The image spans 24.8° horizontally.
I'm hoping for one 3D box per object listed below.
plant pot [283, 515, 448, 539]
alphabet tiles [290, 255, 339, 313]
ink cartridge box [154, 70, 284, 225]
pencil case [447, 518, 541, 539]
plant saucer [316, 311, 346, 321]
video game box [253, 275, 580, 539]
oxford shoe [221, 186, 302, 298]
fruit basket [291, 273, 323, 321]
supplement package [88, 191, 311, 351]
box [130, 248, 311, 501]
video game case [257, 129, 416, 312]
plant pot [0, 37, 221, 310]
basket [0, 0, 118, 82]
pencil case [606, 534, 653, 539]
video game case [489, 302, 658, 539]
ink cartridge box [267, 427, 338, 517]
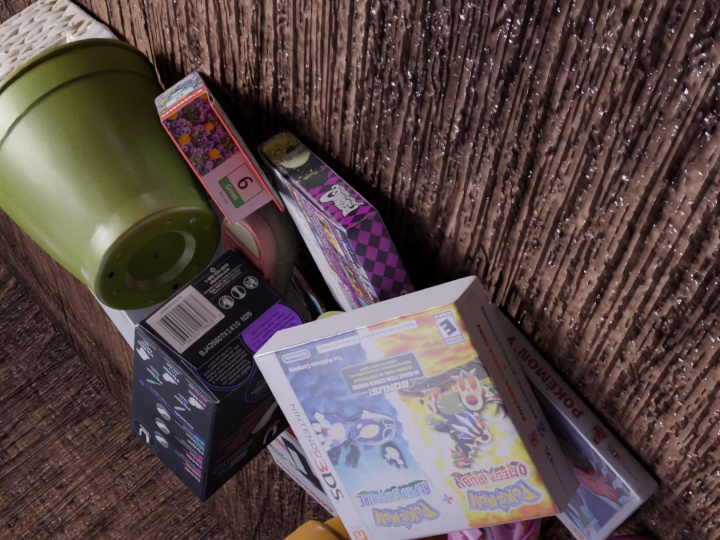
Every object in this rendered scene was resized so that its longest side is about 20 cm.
[{"bbox_3d":[0.040,0.301,1.642,0.200,0.183,0.200,47,165,16],"label":"plant pot"},{"bbox_3d":[-0.088,-0.025,1.616,0.200,0.008,0.167,48,164,12],"label":"alphabet tiles"},{"bbox_3d":[-0.122,-0.099,1.381,0.109,0.050,0.200,56,180,-17],"label":"ink cartridge box"},{"bbox_3d":[0.118,0.245,1.489,0.087,0.087,0.200,46,163,19],"label":"pencil case"},{"bbox_3d":[0.027,0.119,1.333,0.200,0.031,0.200,36,155,20],"label":"plant saucer"},{"bbox_3d":[0.039,0.112,1.232,0.199,0.047,0.183,-17,109,37],"label":"video game box"},{"bbox_3d":[-0.081,-0.002,1.498,0.071,0.074,0.200,40,152,16],"label":"oxford shoe"},{"bbox_3d":[-0.021,0.101,1.512,0.201,0.093,0.185,60,176,-14],"label":"fruit basket"},{"bbox_3d":[-0.160,0.034,1.648,0.201,0.155,0.111,55,164,-11],"label":"supplement package"},{"bbox_3d":[-0.129,0.097,1.474,0.106,0.122,0.200,41,150,17],"label":"box"},{"bbox_3d":[0.000,0.000,1.330,0.181,0.036,0.201,45,165,55],"label":"video game case"},{"bbox_3d":[-0.229,-0.072,1.500,0.193,0.200,0.201,52,167,29],"label":"plant pot"},{"bbox_3d":[-0.299,-0.166,1.673,0.123,0.135,0.200,45,164,36],"label":"basket"},{"bbox_3d":[0.208,0.280,1.313,0.088,0.088,0.200,45,162,23],"label":"pencil case"},{"bbox_3d":[0.142,0.127,1.275,0.182,0.023,0.200,48,164,13],"label":"video game case"},{"bbox_3d":[-0.056,0.164,1.798,0.146,0.083,0.201,35,157,44],"label":"ink cartridge box"}]
